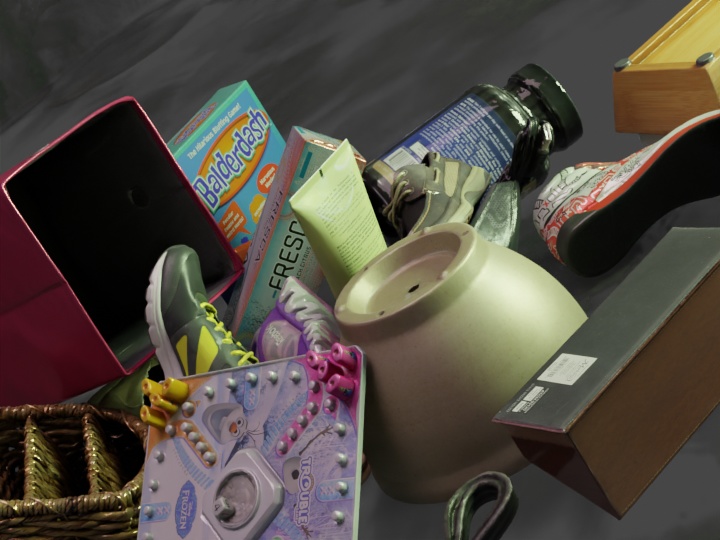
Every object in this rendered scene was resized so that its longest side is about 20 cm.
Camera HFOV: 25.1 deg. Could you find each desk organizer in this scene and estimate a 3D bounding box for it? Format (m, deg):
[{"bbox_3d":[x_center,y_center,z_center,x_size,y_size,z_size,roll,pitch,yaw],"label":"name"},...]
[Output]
[{"bbox_3d":[0.187,0.063,1.046,0.200,0.077,0.072,-43,23,-25],"label":"desk organizer"}]

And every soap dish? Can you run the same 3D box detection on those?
[{"bbox_3d":[0.326,-0.192,1.402,0.200,0.081,0.157,-42,22,-18],"label":"soap dish"}]

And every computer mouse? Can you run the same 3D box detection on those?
[{"bbox_3d":[0.110,-0.020,1.332,0.201,0.052,0.139,-60,-3,-32],"label":"computer mouse"}]

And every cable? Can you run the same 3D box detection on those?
[{"bbox_3d":[0.046,0.190,1.006,0.097,0.050,0.200,-5,35,49],"label":"cable"}]

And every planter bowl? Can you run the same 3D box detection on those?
[{"bbox_3d":[0.064,0.051,1.172,0.199,0.135,0.201,-28,22,12],"label":"planter bowl"}]

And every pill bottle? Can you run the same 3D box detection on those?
[{"bbox_3d":[0.102,-0.099,1.481,0.199,0.112,0.112,-36,21,-9],"label":"pill bottle"}]

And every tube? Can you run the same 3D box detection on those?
[{"bbox_3d":[0.000,0.000,1.250,0.052,0.201,0.058,-18,36,6],"label":"tube"}]

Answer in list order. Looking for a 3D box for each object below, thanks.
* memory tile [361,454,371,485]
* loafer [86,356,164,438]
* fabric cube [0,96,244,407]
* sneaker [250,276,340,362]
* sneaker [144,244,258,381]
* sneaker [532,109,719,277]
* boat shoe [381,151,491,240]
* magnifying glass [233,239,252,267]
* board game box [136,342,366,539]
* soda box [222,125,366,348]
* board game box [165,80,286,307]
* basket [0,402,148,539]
[{"bbox_3d":[-0.089,0.202,1.209,0.153,0.017,0.200,-8,32,39],"label":"memory tile"},{"bbox_3d":[-0.185,0.108,1.501,0.067,0.076,0.200,-8,26,25],"label":"loafer"},{"bbox_3d":[-0.268,-0.006,1.459,0.199,0.201,0.196,-23,15,40],"label":"fabric cube"},{"bbox_3d":[-0.047,0.082,1.359,0.088,0.080,0.200,-45,23,4],"label":"sneaker"},{"bbox_3d":[-0.122,0.074,1.353,0.084,0.202,0.074,-13,-9,18],"label":"sneaker"},{"bbox_3d":[0.230,-0.079,1.311,0.201,0.067,0.108,-36,23,0],"label":"sneaker"},{"bbox_3d":[0.052,-0.045,1.330,0.075,0.073,0.200,-63,-4,22],"label":"boat shoe"},{"bbox_3d":[-0.052,-0.044,1.583,0.199,0.080,0.022,-30,-7,-41],"label":"magnifying glass"},{"bbox_3d":[-0.087,0.159,1.128,0.199,0.026,0.201,-12,64,35],"label":"board game box"},{"bbox_3d":[-0.062,-0.026,1.478,0.068,0.063,0.201,-128,57,-70],"label":"soda box"},{"bbox_3d":[-0.112,-0.061,1.584,0.045,0.201,0.152,-13,29,42],"label":"board game box"},{"bbox_3d":[-0.231,0.171,1.317,0.142,0.149,0.200,-32,20,1],"label":"basket"}]
